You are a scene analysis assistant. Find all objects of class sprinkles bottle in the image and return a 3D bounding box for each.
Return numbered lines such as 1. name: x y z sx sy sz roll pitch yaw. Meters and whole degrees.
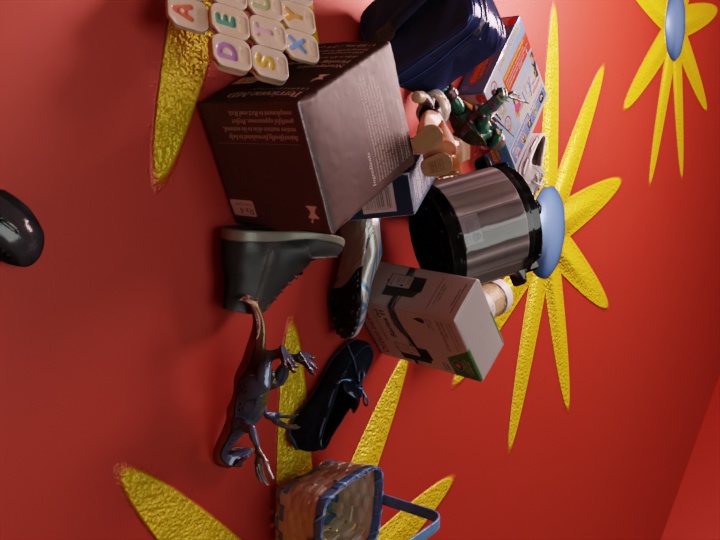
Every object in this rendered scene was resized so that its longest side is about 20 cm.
1. sprinkles bottle: 0.207 0.075 1.536 0.199 0.067 0.070 -27 117 -49

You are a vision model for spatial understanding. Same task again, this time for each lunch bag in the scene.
1. lunch bag: 0.104 -0.353 1.205 0.131 0.198 0.138 1 62 -54

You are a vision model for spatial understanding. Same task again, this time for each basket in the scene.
1. basket: -0.008 0.351 1.170 0.175 0.197 0.143 -14 106 -51

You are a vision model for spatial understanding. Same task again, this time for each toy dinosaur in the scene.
1. toy dinosaur: -0.136 0.164 1.061 0.202 0.181 0.105 56 18 12

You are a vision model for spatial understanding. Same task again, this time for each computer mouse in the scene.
1. computer mouse: -0.359 -0.071 0.760 0.200 0.033 0.059 50 57 -45

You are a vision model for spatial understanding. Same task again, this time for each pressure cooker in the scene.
1. pressure cooker: 0.193 -0.067 1.314 0.196 0.179 0.179 -17 130 -17

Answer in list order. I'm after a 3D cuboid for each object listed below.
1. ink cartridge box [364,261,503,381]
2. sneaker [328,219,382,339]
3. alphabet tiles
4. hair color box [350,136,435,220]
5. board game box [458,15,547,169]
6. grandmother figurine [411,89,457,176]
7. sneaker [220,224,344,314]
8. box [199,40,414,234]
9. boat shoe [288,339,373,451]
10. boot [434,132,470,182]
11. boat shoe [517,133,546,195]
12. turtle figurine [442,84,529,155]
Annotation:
1. ink cartridge box: 0.100 0.074 1.280 0.084 0.197 0.148 -54 134 -27
2. sneaker: 0.000 0.000 1.235 0.072 0.071 0.205 6 92 -47
3. alphabet tiles: -0.132 -0.311 0.963 0.192 0.015 0.205 8 66 -34
4. hair color box: 0.047 -0.136 1.203 0.200 0.098 0.062 -58 140 -63
5. board game box: 0.269 -0.327 1.564 0.197 0.055 0.202 55 52 -42
6. grandmother figurine: 0.104 -0.198 1.170 0.201 0.059 0.123 -81 160 -58
7. sneaker: -0.105 -0.003 1.100 0.197 0.074 0.109 -2 102 -45
8. box: -0.059 -0.170 1.046 0.200 0.163 0.167 -43 129 -42
9. boat shoe: -0.025 0.190 1.233 0.202 0.068 0.085 -58 137 -30
10. boot: 0.133 -0.124 1.405 0.154 0.073 0.205 -27 109 -47
11. boat shoe: 0.324 -0.184 1.631 0.073 0.064 0.204 39 53 -50
12. turtle figurine: 0.182 -0.257 1.349 0.198 0.149 0.102 34 81 -14
